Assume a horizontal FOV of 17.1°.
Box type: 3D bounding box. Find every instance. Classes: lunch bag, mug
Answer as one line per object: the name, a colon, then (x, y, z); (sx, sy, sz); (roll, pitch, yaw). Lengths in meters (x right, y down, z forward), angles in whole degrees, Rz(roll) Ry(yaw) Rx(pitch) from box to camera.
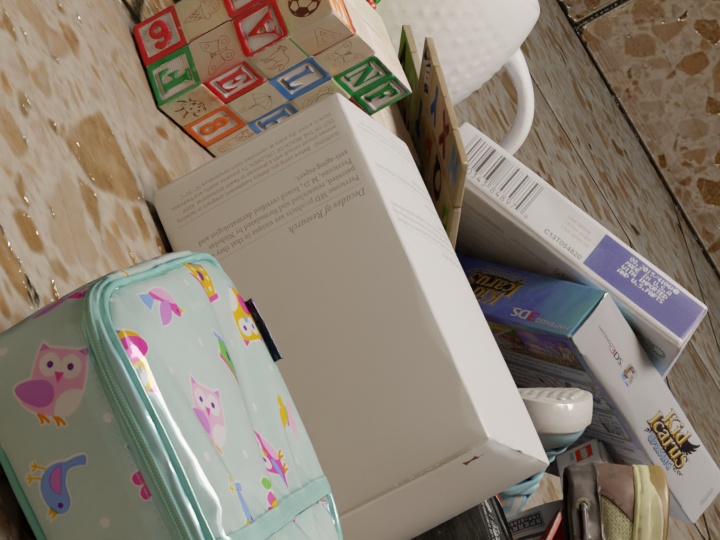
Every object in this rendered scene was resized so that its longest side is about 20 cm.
lunch bag: (-0.072, 0.078, 0.967); (0.161, 0.077, 0.200); (63, 13, 2)
mug: (0.040, -0.153, 1.656); (0.200, 0.175, 0.148); (59, 13, -14)

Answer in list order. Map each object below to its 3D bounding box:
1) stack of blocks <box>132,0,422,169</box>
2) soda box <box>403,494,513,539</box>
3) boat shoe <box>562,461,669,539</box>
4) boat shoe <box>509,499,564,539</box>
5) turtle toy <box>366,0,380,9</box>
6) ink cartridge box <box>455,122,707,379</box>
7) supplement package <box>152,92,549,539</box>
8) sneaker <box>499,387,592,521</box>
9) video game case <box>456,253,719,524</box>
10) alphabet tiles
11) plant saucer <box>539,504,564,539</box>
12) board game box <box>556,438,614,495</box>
stack of blocks: (-0.033, -0.106, 1.413); (0.200, 0.115, 0.059); (41, 25, -59)
soda box: (0.034, 0.113, 1.322); (0.063, 0.071, 0.201); (52, 16, -51)
boat shoe: (0.123, 0.202, 1.302); (0.073, 0.065, 0.201); (81, 18, -86)
boat shoe: (0.147, 0.192, 1.616); (0.066, 0.072, 0.200); (71, 15, 13)
turtle toy: (-0.038, -0.171, 1.515); (0.200, 0.145, 0.101); (56, 34, -46)
ink cartridge box: (0.121, 0.010, 1.574); (0.199, 0.041, 0.200); (38, -20, 7)
supplement package: (-0.004, 0.032, 1.237); (0.201, 0.117, 0.117); (66, 13, 19)
sneaker: (0.089, 0.112, 1.411); (0.200, 0.074, 0.082); (147, -58, -77)
video game case: (0.122, 0.070, 1.569); (0.200, 0.045, 0.181); (16, -31, 50)
alphabet tiles: (0.038, -0.060, 1.513); (0.200, 0.008, 0.168); (-103, -164, -50)
plant saucer: (0.142, 0.253, 1.435); (0.201, 0.037, 0.200); (65, 11, 0)
board game box: (0.187, 0.219, 1.530); (0.200, 0.035, 0.126); (58, 15, -31)
